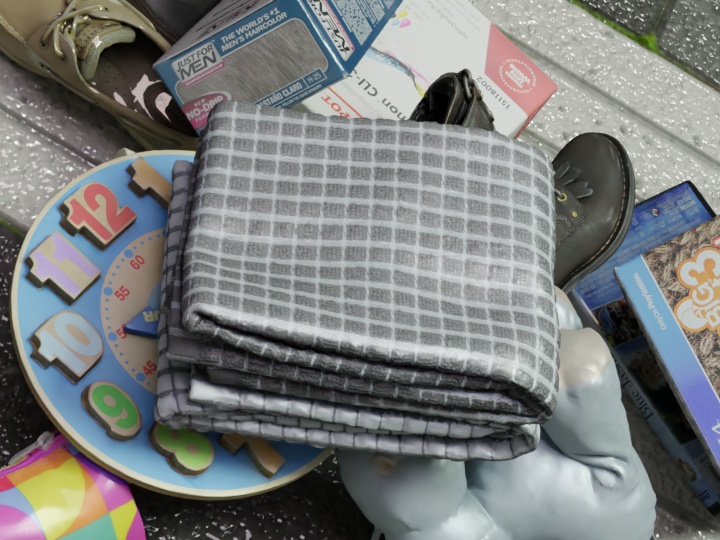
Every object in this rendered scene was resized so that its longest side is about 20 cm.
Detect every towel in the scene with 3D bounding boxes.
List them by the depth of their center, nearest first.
[{"bbox_3d":[0.000,0.000,0.885,0.200,0.086,0.166,8,53,-7],"label":"towel"}]

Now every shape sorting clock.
[{"bbox_3d":[-0.084,0.024,0.928,0.200,0.039,0.200,9,59,-15],"label":"shape sorting clock"}]

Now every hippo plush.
[{"bbox_3d":[0.069,0.117,0.984,0.161,0.159,0.200,-24,106,-4],"label":"hippo plush"}]

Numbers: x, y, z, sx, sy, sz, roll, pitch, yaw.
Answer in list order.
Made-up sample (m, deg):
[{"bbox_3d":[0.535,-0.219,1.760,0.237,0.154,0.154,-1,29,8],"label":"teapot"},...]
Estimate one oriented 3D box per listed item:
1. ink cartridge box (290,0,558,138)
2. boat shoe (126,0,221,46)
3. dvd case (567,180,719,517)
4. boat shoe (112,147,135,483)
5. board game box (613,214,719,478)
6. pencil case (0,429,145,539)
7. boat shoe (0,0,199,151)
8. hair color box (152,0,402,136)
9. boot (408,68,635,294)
[{"bbox_3d":[0.019,-0.088,1.107,0.116,0.068,0.200,43,55,4],"label":"ink cartridge box"},{"bbox_3d":[-0.146,-0.207,1.100,0.200,0.073,0.074,46,55,7],"label":"boat shoe"},{"bbox_3d":[0.222,0.045,1.150,0.143,0.018,0.200,-24,73,-32],"label":"dvd case"},{"bbox_3d":[-0.110,0.024,0.987,0.059,0.072,0.200,4,60,-24],"label":"boat shoe"},{"bbox_3d":[0.278,0.031,1.051,0.200,0.097,0.160,-28,72,6],"label":"board game box"},{"bbox_3d":[-0.204,0.146,0.872,0.200,0.088,0.088,-26,75,-33],"label":"pencil case"},{"bbox_3d":[-0.158,-0.136,1.049,0.200,0.065,0.072,40,79,-2],"label":"boat shoe"},{"bbox_3d":[-0.038,-0.150,1.048,0.061,0.100,0.200,58,26,-15],"label":"hair color box"},{"bbox_3d":[0.089,-0.055,1.055,0.200,0.069,0.174,-60,137,-29],"label":"boot"}]
